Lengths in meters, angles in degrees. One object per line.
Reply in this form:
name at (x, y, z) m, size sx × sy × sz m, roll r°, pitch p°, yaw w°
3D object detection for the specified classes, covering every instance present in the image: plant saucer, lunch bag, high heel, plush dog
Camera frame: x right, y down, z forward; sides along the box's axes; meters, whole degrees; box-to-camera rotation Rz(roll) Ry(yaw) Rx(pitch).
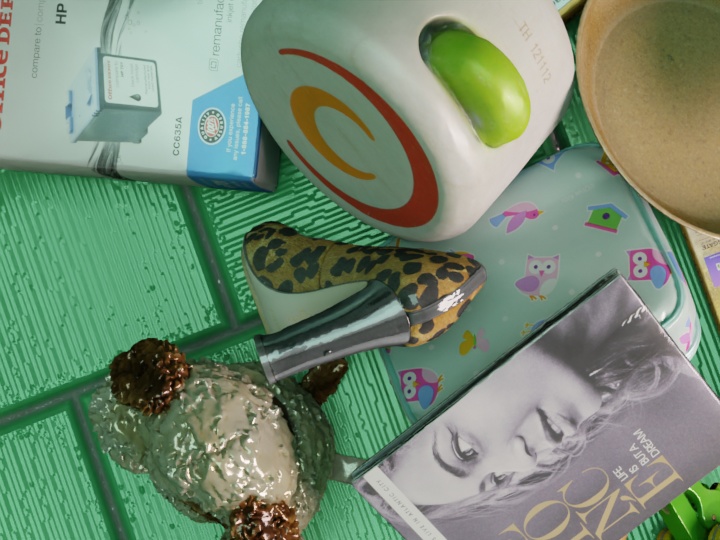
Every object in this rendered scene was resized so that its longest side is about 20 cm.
plant saucer at (0.216, -0.107, 1.001) m, size 0.198 × 0.035 × 0.203 m, roll 7°, pitch 69°, yaw -18°
lunch bag at (0.103, 0.028, 1.011) m, size 0.198 × 0.077 × 0.162 m, roll -27°, pitch 60°, yaw 8°
high heel at (0.000, 0.000, 1.007) m, size 0.141 × 0.200 × 0.072 m, roll -20°, pitch 114°, yaw 1°
plush dog at (-0.077, 0.112, 1.011) m, size 0.160 × 0.172 × 0.200 m, roll -41°, pitch 83°, yaw 5°

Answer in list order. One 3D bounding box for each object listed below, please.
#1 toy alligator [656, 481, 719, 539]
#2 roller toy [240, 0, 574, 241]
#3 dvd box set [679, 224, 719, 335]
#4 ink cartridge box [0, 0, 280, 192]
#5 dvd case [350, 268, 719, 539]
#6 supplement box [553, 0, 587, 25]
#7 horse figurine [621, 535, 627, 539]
toy alligator at (0.221, 0.164, 1.023) m, size 0.054 × 0.059 × 0.202 m, roll -31°, pitch 98°, yaw -35°
roller toy at (0.030, -0.126, 0.979) m, size 0.199 × 0.183 × 0.140 m, roll 34°, pitch 65°, yaw 18°
dvd box set at (0.304, 0.031, 1.031) m, size 0.145 × 0.029 × 0.202 m, roll -21°, pitch 85°, yaw 6°
ink cartridge box at (-0.151, -0.135, 1.072) m, size 0.197 × 0.086 × 0.148 m, roll 5°, pitch 90°, yaw 7°
dvd case at (0.114, 0.112, 0.959) m, size 0.199 × 0.016 × 0.149 m, roll -38°, pitch 115°, yaw 10°
supplement box at (0.169, -0.230, 1.039) m, size 0.199 × 0.067 × 0.069 m, roll -37°, pitch 87°, yaw 6°
horse figurine at (0.128, 0.138, 1.042) m, size 0.131 × 0.050 × 0.203 m, roll -3°, pitch 82°, yaw 1°
